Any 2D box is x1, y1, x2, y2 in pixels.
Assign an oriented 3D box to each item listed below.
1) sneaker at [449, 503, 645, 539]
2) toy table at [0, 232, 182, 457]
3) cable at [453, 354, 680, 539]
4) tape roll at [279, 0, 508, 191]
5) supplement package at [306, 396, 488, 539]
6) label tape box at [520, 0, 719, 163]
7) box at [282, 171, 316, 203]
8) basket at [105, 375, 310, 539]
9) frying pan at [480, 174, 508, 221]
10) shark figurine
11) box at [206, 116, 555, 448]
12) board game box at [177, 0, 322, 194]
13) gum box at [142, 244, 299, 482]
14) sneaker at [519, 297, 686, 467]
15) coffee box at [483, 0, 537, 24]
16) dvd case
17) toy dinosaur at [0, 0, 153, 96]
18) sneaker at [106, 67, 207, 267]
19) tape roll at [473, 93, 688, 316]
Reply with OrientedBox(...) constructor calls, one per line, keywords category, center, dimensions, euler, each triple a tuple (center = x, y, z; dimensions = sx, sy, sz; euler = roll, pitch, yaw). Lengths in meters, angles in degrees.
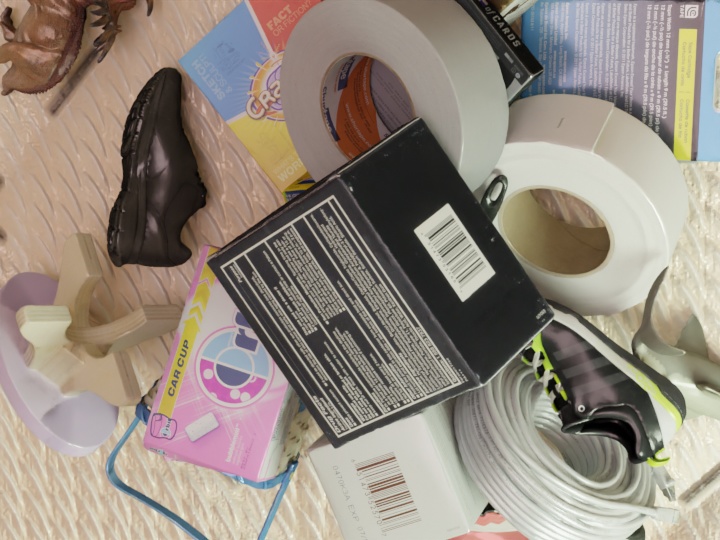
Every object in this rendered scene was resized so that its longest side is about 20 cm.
OrientedBox(category="sneaker", center=(0.173, 0.254, 1.512), dimensions=(0.200, 0.074, 0.087), euler=(3, 115, 21))
OrientedBox(category="toy table", center=(-0.277, 0.067, 1.551), dimensions=(0.117, 0.184, 0.200), euler=(-41, 73, 37))
OrientedBox(category="cable", center=(0.174, 0.158, 1.418), dimensions=(0.069, 0.200, 0.200), euler=(-47, 55, 35))
OrientedBox(category="tape roll", center=(0.026, -0.141, 1.341), dimensions=(0.200, 0.066, 0.200), euler=(22, 124, 36))
OrientedBox(category="supplement package", center=(0.050, 0.170, 1.454), dimensions=(0.117, 0.200, 0.117), euler=(-21, 94, 20))
OrientedBox(category="label tape box", center=(0.243, -0.172, 1.401), dimensions=(0.200, 0.066, 0.143), euler=(4, 102, 16))
OrientedBox(category="box", center=(0.000, 0.000, 1.476), dimensions=(0.070, 0.064, 0.200), euler=(-3, 116, 38))
OrientedBox(category="basket", center=(-0.137, 0.166, 1.543), dimensions=(0.176, 0.139, 0.200), euler=(33, 100, 10))
OrientedBox(category="frying pan", center=(0.078, -0.012, 1.412), dimensions=(0.115, 0.031, 0.190), euler=(4, 124, 13))
OrientedBox(category="shark figurine", center=(0.287, 0.070, 1.416), dimensions=(0.128, 0.214, 0.090), euler=(-7, 57, 46))
OrientedBox(category="box", center=(0.013, 0.013, 1.300), dimensions=(0.198, 0.123, 0.200), euler=(-29, 97, 47))
OrientedBox(category="board game box", center=(-0.055, -0.170, 1.507), dimensions=(0.153, 0.040, 0.200), euler=(-40, 87, 20))
OrientedBox(category="gum box", center=(-0.111, 0.089, 1.437), dimensions=(0.113, 0.066, 0.200), euler=(17, 89, 12))
OrientedBox(category="sneaker", center=(0.187, 0.097, 1.369), dimensions=(0.200, 0.072, 0.083), euler=(32, 66, 12))
OrientedBox(category="coffee box", center=(0.072, -0.243, 1.390), dimensions=(0.113, 0.080, 0.200), euler=(56, 136, 3))
OrientedBox(category="dvd case", center=(0.052, -0.169, 1.372), dimensions=(0.150, 0.025, 0.200), euler=(52, 137, 7))
OrientedBox(category="toy dinosaur", center=(-0.297, -0.228, 1.554), dimensions=(0.136, 0.086, 0.200), euler=(34, 114, 2))
OrientedBox(category="sneaker", center=(-0.191, -0.097, 1.553), dimensions=(0.091, 0.076, 0.200), euler=(9, 91, -18))
OrientedBox(category="tape roll", center=(0.181, -0.055, 1.389), dimensions=(0.202, 0.071, 0.202), euler=(17, 138, 16))
